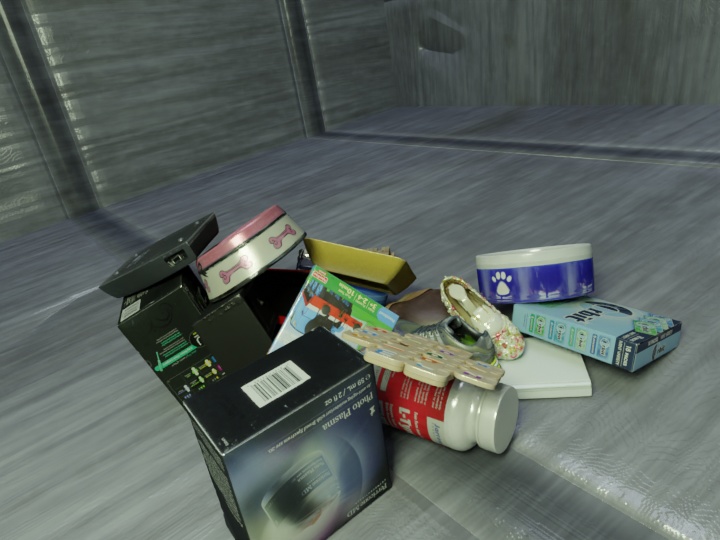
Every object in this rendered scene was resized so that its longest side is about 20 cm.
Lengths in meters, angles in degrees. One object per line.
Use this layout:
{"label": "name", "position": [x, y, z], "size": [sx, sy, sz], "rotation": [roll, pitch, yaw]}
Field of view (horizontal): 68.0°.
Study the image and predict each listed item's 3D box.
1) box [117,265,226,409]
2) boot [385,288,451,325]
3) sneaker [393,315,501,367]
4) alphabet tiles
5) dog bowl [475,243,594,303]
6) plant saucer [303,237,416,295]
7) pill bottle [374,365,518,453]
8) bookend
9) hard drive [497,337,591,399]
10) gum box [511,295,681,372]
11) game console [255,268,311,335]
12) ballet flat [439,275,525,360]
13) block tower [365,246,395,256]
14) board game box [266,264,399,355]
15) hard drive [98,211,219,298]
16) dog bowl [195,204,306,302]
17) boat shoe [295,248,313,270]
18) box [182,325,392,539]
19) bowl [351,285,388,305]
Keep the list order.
{"label": "box", "position": [-0.310, 0.109, 0.941], "size": [0.123, 0.203, 0.149], "rotation": [-31, 27, -5]}
{"label": "boot", "position": [0.130, 0.089, 0.965], "size": [0.163, 0.074, 0.200], "rotation": [1, 26, 27]}
{"label": "sneaker", "position": [0.129, 0.105, 0.846], "size": [0.196, 0.083, 0.074], "rotation": [13, 34, 34]}
{"label": "alphabet tiles", "position": [0.079, 0.107, 0.664], "size": [0.191, 0.015, 0.199], "rotation": [17, 5, 20]}
{"label": "dog bowl", "position": [0.304, 0.003, 0.937], "size": [0.194, 0.081, 0.200], "rotation": [-7, 2, 0]}
{"label": "plant saucer", "position": [0.000, 0.000, 1.027], "size": [0.195, 0.050, 0.200], "rotation": [13, -7, 14]}
{"label": "pill bottle", "position": [0.109, 0.178, 0.738], "size": [0.196, 0.115, 0.112], "rotation": [9, 31, 38]}
{"label": "bookend", "position": [-0.170, 0.120, 0.907], "size": [0.091, 0.203, 0.199], "rotation": [-31, 11, 4]}
{"label": "hard drive", "position": [0.245, 0.152, 0.840], "size": [0.195, 0.027, 0.133], "rotation": [-6, 25, 13]}
{"label": "gum box", "position": [0.370, 0.087, 0.845], "size": [0.167, 0.046, 0.198], "rotation": [-8, 17, -40]}
{"label": "game console", "position": [-0.141, 0.087, 0.995], "size": [0.196, 0.182, 0.031], "rotation": [2, -2, 30]}
{"label": "ballet flat", "position": [0.190, 0.074, 0.886], "size": [0.075, 0.064, 0.200], "rotation": [-42, 39, -3]}
{"label": "block tower", "position": [-0.014, -0.013, 1.272], "size": [0.194, 0.055, 0.058], "rotation": [-7, 24, 10]}
{"label": "board game box", "position": [-0.052, 0.119, 0.786], "size": [0.203, 0.149, 0.037], "rotation": [-61, 10, -8]}
{"label": "hard drive", "position": [-0.338, -0.024, 0.914], "size": [0.196, 0.043, 0.136], "rotation": [-23, 23, 20]}
{"label": "dog bowl", "position": [-0.190, -0.035, 0.900], "size": [0.198, 0.075, 0.201], "rotation": [-32, 13, 8]}
{"label": "boat shoe", "position": [-0.058, 0.025, 1.207], "size": [0.195, 0.095, 0.075], "rotation": [18, -6, 7]}
{"label": "box", "position": [-0.076, 0.213, 0.642], "size": [0.197, 0.203, 0.122], "rotation": [-26, 31, -30]}
{"label": "bowl", "position": [-0.043, 0.048, 1.075], "size": [0.195, 0.040, 0.201], "rotation": [11, 5, -1]}
